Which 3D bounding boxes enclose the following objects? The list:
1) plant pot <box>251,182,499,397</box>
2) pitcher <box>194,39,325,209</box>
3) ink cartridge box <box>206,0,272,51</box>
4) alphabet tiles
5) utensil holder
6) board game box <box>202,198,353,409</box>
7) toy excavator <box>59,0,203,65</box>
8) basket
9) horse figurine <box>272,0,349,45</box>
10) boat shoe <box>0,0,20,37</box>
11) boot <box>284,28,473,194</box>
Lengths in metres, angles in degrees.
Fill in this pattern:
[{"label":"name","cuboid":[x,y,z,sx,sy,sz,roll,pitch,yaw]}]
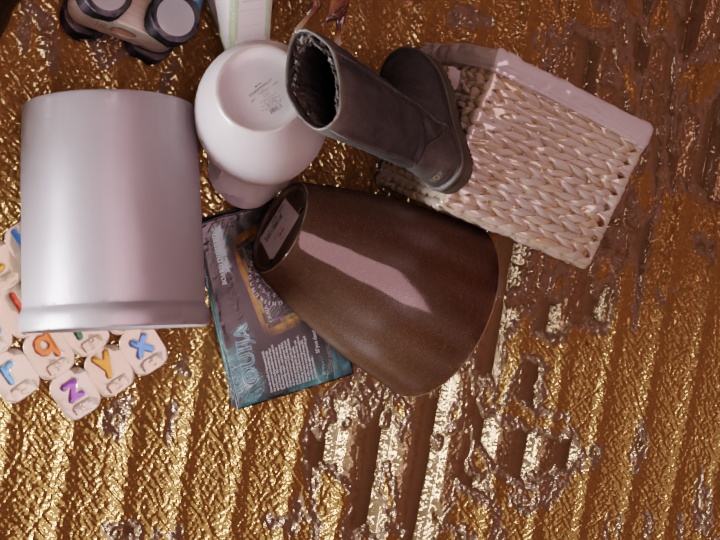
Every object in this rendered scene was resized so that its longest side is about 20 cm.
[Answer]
[{"label":"plant pot","cuboid":[0.000,0.000,1.074,0.199,0.187,0.188,27,88,-28]},{"label":"pitcher","cuboid":[-0.072,-0.149,1.025,0.171,0.200,0.121,-41,84,-11]},{"label":"ink cartridge box","cuboid":[-0.115,-0.312,0.971,0.047,0.147,0.201,-10,145,-17]},{"label":"alphabet tiles","cuboid":[-0.284,0.038,1.081,0.199,0.015,0.197,-33,108,-13]},{"label":"utensil holder","cuboid":[-0.223,-0.047,0.995,0.168,0.170,0.203,-1,85,-20]},{"label":"board game box","cuboid":[-0.090,0.030,1.145,0.134,0.028,0.202,-15,104,-18]},{"label":"toy excavator","cuboid":[-0.227,-0.317,1.016,0.193,0.100,0.202,17,79,-24]},{"label":"basket","cuboid":[0.150,-0.120,1.126,0.198,0.198,0.162,19,96,-23]},{"label":"horse figurine","cuboid":[-0.058,-0.272,1.034,0.050,0.199,0.134,8,100,-40]},{"label":"boat shoe","cuboid":[-0.351,-0.248,0.987,0.200,0.065,0.073,-45,151,6]},{"label":"boot","cuboid":[0.007,-0.159,0.964,0.199,0.183,0.073,16,129,-43]}]
